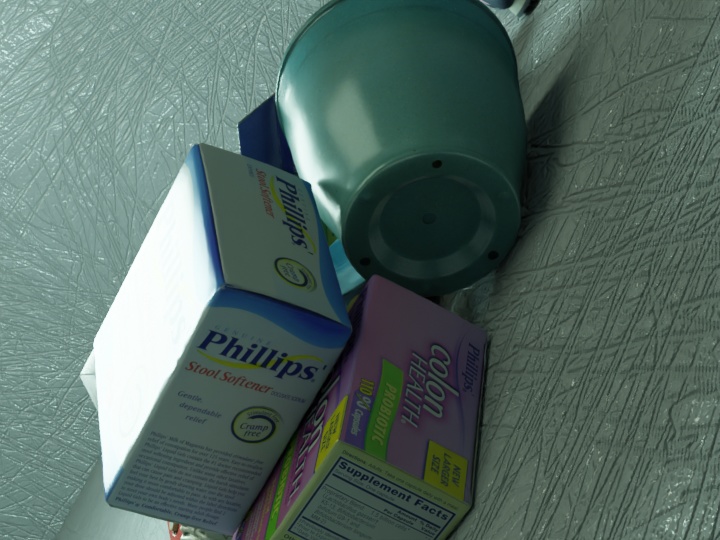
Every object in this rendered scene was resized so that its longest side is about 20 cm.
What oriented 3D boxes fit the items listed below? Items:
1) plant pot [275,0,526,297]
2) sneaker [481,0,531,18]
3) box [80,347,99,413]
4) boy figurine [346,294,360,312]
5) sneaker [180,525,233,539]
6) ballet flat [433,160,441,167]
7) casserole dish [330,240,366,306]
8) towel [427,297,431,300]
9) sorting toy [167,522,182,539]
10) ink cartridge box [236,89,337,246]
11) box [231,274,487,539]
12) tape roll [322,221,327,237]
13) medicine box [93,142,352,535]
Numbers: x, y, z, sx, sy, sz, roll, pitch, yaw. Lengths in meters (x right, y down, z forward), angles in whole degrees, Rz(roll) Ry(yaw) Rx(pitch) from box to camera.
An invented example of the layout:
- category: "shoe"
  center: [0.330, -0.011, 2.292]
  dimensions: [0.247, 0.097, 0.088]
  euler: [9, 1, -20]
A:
- category: "plant pot"
  center: [0.042, -0.088, 1.176]
  dimensions: [0.201, 0.198, 0.189]
  euler: [-57, 27, 31]
- category: "sneaker"
  center: [0.128, -0.303, 1.534]
  dimensions: [0.071, 0.081, 0.200]
  euler: [-62, 10, 8]
- category: "box"
  center: [-0.179, 0.126, 1.616]
  dimensions: [0.117, 0.199, 0.060]
  euler: [55, 129, 30]
- category: "boy figurine"
  center: [-0.005, 0.065, 1.210]
  dimensions: [0.125, 0.064, 0.200]
  euler: [-65, 5, -10]
- category: "sneaker"
  center: [-0.113, 0.196, 1.226]
  dimensions: [0.078, 0.200, 0.100]
  euler: [15, 63, 45]
- category: "ballet flat"
  center: [0.043, -0.076, 1.388]
  dimensions: [0.068, 0.062, 0.200]
  euler: [-58, 4, 19]
- category: "casserole dish"
  center: [0.000, 0.000, 1.439]
  dimensions: [0.121, 0.039, 0.200]
  euler: [-33, 14, 6]
- category: "towel"
  center: [0.022, 0.081, 1.278]
  dimensions: [0.145, 0.022, 0.201]
  euler: [-58, 11, 26]
- category: "sorting toy"
  center: [-0.128, 0.174, 1.433]
  dimensions: [0.201, 0.069, 0.200]
  euler: [-57, 37, 39]
- category: "ink cartridge box"
  center: [-0.022, -0.113, 1.357]
  dimensions: [0.200, 0.047, 0.199]
  euler: [-48, -25, -28]
- category: "box"
  center: [-0.006, 0.141, 1.056]
  dimensions: [0.201, 0.096, 0.177]
  euler: [-56, 12, 35]
- category: "tape roll"
  center: [-0.070, 0.042, 1.276]
  dimensions: [0.200, 0.048, 0.203]
  euler: [-171, 90, -80]
- category: "medicine box"
  center: [-0.105, 0.047, 1.095]
  dimensions: [0.201, 0.102, 0.183]
  euler: [-60, 27, 27]
